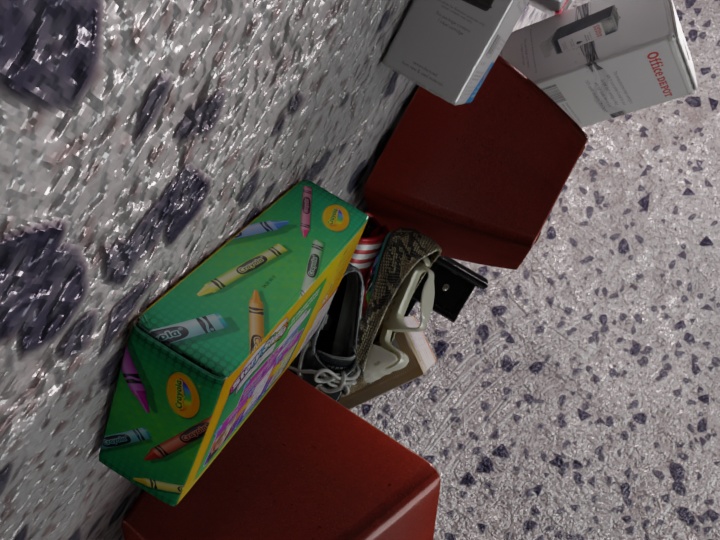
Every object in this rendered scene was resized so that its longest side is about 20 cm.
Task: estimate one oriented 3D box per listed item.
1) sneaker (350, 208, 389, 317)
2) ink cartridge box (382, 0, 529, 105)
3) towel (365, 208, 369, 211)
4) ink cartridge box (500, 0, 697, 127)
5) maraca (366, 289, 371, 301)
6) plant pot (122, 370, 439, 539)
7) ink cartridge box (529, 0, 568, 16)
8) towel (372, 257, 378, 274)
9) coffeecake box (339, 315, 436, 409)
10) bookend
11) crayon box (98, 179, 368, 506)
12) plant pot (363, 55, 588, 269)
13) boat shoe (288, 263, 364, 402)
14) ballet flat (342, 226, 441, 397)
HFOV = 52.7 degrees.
[{"bbox_3d":[0.000,0.000,0.819,0.116,0.078,0.200,-58,175,-2],"label":"sneaker"},{"bbox_3d":[0.102,-0.232,0.555,0.200,0.067,0.116,-61,174,19],"label":"ink cartridge box"},{"bbox_3d":[0.050,-0.115,0.960,0.200,0.024,0.145,-59,172,-23],"label":"towel"},{"bbox_3d":[0.274,-0.240,0.855,0.146,0.200,0.085,23,61,-55],"label":"ink cartridge box"},{"bbox_3d":[-0.012,0.125,1.124,0.107,0.137,0.200,12,113,-47],"label":"maraca"},{"bbox_3d":[-0.074,0.229,0.592,0.176,0.200,0.200,-30,134,-41],"label":"plant pot"},{"bbox_3d":[0.233,-0.390,0.782,0.200,0.083,0.145,-61,173,17],"label":"ink cartridge box"},{"bbox_3d":[0.073,-0.072,1.058,0.112,0.048,0.200,-54,-175,41],"label":"towel"},{"bbox_3d":[0.004,0.118,0.890,0.153,0.073,0.200,-26,173,7],"label":"coffeecake box"},{"bbox_3d":[0.110,0.055,1.407,0.200,0.199,0.092,-59,176,10],"label":"bookend"},{"bbox_3d":[-0.073,0.036,0.467,0.200,0.058,0.119,-51,170,-54],"label":"crayon box"},{"bbox_3d":[0.134,-0.109,0.808,0.200,0.176,0.200,-61,170,-7],"label":"plant pot"},{"bbox_3d":[-0.033,0.086,0.688,0.074,0.068,0.200,7,100,-41],"label":"boat shoe"},{"bbox_3d":[0.029,0.054,0.751,0.200,0.075,0.068,-66,155,-3],"label":"ballet flat"}]
